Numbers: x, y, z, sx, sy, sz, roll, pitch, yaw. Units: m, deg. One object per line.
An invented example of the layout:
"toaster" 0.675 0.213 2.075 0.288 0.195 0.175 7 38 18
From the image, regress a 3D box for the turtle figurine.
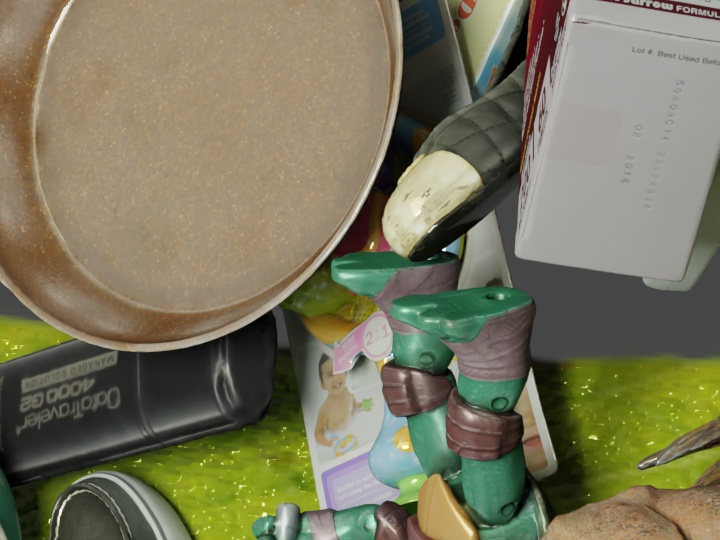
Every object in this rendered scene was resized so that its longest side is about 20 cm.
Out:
"turtle figurine" 0.027 0.099 1.056 0.150 0.100 0.201 14 110 48

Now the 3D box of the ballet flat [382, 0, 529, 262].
"ballet flat" 0.052 -0.069 1.092 0.066 0.057 0.200 -43 7 44

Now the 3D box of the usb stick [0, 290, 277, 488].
"usb stick" -0.101 0.050 1.202 0.200 0.033 0.056 -17 71 48

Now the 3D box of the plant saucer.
"plant saucer" -0.064 -0.066 1.135 0.200 0.034 0.201 -7 76 28

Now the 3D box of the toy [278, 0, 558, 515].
"toy" 0.000 0.000 1.142 0.115 0.047 0.201 -27 69 36

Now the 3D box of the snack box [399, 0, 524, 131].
"snack box" 0.045 -0.149 1.204 0.116 0.037 0.200 22 85 41

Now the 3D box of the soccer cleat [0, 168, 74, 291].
"soccer cleat" -0.096 -0.073 1.232 0.068 0.073 0.200 -12 47 49

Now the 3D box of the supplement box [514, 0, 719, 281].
"supplement box" 0.092 -0.106 1.018 0.061 0.109 0.200 9 45 -2

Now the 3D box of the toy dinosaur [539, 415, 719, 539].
"toy dinosaur" 0.107 0.095 0.985 0.086 0.199 0.136 104 151 -45

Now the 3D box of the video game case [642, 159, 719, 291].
"video game case" 0.133 -0.108 1.038 0.023 0.200 0.183 8 72 -3

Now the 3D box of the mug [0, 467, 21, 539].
"mug" -0.218 0.121 1.192 0.114 0.185 0.153 12 98 35

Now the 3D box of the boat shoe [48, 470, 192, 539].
"boat shoe" -0.094 0.163 1.162 0.069 0.057 0.201 -29 56 25
